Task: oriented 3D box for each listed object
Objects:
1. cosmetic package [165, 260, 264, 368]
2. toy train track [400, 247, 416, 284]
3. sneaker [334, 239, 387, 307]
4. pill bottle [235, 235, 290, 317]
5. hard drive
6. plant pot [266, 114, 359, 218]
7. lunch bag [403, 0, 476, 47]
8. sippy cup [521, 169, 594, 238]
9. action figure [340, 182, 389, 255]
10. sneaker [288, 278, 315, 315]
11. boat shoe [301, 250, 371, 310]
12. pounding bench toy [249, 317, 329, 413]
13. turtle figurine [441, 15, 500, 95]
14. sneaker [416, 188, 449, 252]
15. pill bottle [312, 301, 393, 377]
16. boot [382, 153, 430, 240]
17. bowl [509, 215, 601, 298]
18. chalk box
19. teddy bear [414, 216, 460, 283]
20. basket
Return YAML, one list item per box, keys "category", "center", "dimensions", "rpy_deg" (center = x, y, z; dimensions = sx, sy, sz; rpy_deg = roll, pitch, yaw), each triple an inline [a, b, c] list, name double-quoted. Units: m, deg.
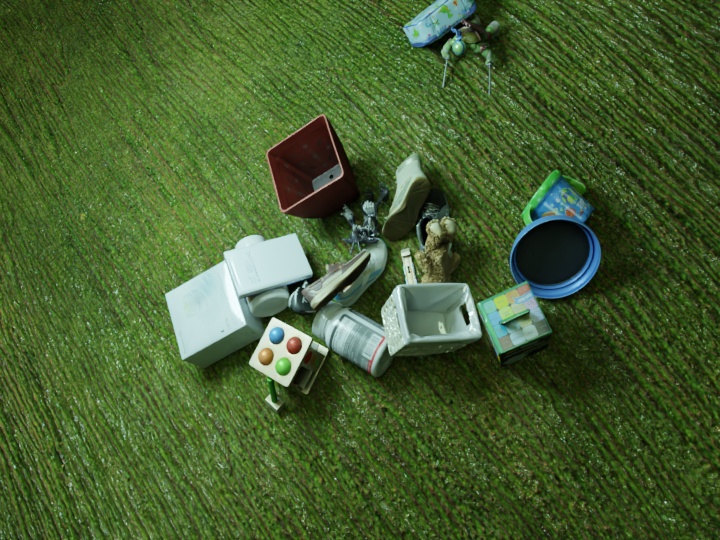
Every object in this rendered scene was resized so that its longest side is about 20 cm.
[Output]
- category: "cosmetic package"
  center: [-0.392, 0.119, 1.449]
  dimensions: [0.197, 0.123, 0.202]
  rpy_deg: [-29, 65, 6]
- category: "toy train track"
  center: [0.129, 0.035, 1.369]
  dimensions: [0.112, 0.033, 0.204]
  rpy_deg: [-14, 66, 12]
- category: "sneaker"
  center: [0.000, 0.000, 1.395]
  dimensions: [0.076, 0.081, 0.202]
  rpy_deg: [32, 81, 26]
- category: "pill bottle"
  center: [-0.269, 0.012, 1.453]
  dimensions: [0.113, 0.114, 0.203]
  rpy_deg: [-27, 65, 6]
- category: "hard drive"
  center: [-0.238, -0.014, 1.392]
  dimensions: [0.196, 0.026, 0.134]
  rpy_deg: [-16, 64, -22]
- category: "plant pot"
  center: [-0.109, -0.253, 1.455]
  dimensions: [0.197, 0.176, 0.203]
  rpy_deg: [-27, 64, 19]
- category: "lunch bag"
  center: [0.228, -0.733, 1.559]
  dimensions: [0.199, 0.083, 0.161]
  rpy_deg: [-38, 25, -1]
- category: "sippy cup"
  center: [0.475, -0.145, 1.282]
  dimensions: [0.130, 0.139, 0.179]
  rpy_deg: [38, 97, 14]
- category: "action figure"
  center: [0.007, -0.139, 1.406]
  dimensions: [0.117, 0.103, 0.203]
  rpy_deg: [-4, 49, 34]
- category: "sneaker"
  center: [-0.147, 0.083, 1.365]
  dimensions: [0.080, 0.200, 0.074]
  rpy_deg: [-43, 95, 9]
- category: "boat shoe"
  center: [-0.059, 0.008, 1.311]
  dimensions: [0.199, 0.072, 0.072]
  rpy_deg: [-42, 73, -16]
- category: "pounding bench toy"
  center: [-0.192, 0.245, 1.322]
  dimensions: [0.122, 0.156, 0.203]
  rpy_deg: [23, 79, 22]
- category: "turtle figurine"
  center: [0.311, -0.620, 1.529]
  dimensions: [0.142, 0.202, 0.195]
  rpy_deg: [1, 43, 46]
- category: "sneaker"
  center: [0.182, -0.134, 1.368]
  dimensions: [0.073, 0.116, 0.205]
  rpy_deg: [0, 71, 16]
- category: "pill bottle"
  center: [-0.014, 0.163, 1.322]
  dimensions: [0.198, 0.114, 0.115]
  rpy_deg: [28, 80, 24]
- category: "boot"
  center: [0.114, -0.194, 1.427]
  dimensions: [0.071, 0.202, 0.156]
  rpy_deg: [18, 35, -18]
- category: "bowl"
  center: [0.439, -0.032, 1.226]
  dimensions: [0.196, 0.204, 0.040]
  rpy_deg: [-11, 27, 13]
- category: "chalk box"
  center: [0.337, 0.115, 1.184]
  dimensions: [0.123, 0.200, 0.126]
  rpy_deg: [-23, 65, 7]
- category: "teddy bear"
  center: [0.187, -0.032, 1.316]
  dimensions: [0.066, 0.204, 0.144]
  rpy_deg: [17, 39, 40]
- category: "basket"
  center: [0.156, 0.116, 1.237]
  dimensions: [0.196, 0.124, 0.138]
  rpy_deg: [0, 64, -25]
